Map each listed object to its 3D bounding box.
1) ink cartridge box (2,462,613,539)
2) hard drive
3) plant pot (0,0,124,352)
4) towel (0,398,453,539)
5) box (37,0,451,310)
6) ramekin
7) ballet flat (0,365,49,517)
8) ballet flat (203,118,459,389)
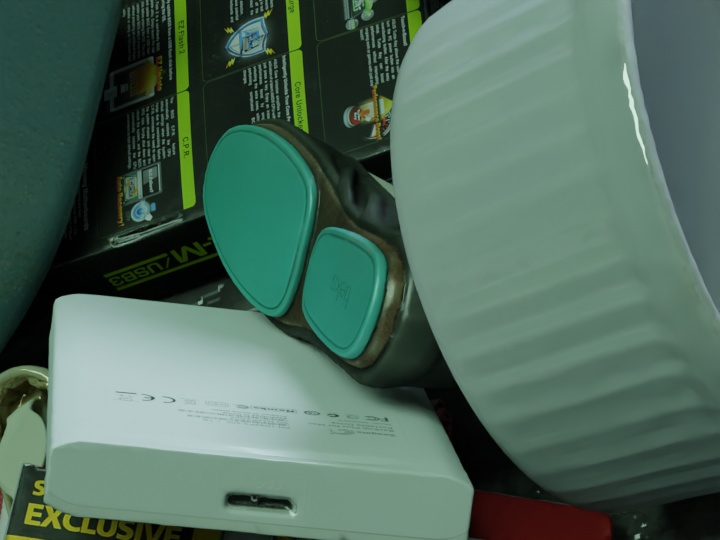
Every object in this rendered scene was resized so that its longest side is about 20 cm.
[{"bbox_3d":[-0.020,0.131,0.847,0.198,0.084,0.177,8,65,5],"label":"ink cartridge box"},{"bbox_3d":[-0.041,0.047,0.886,0.131,0.200,0.026,6,101,-8],"label":"hard drive"},{"bbox_3d":[-0.230,-0.035,1.037,0.195,0.195,0.202,-9,72,50],"label":"plant pot"},{"bbox_3d":[-0.062,0.126,0.968,0.199,0.023,0.145,-11,56,24],"label":"towel"},{"bbox_3d":[-0.052,-0.095,1.087,0.192,0.048,0.201,-18,53,17],"label":"box"},{"bbox_3d":[0.093,-0.017,0.860,0.097,0.200,0.202,-21,52,27],"label":"ramekin"},{"bbox_3d":[-0.100,0.112,0.944,0.069,0.070,0.201,-30,48,10],"label":"ballet flat"},{"bbox_3d":[0.000,0.000,0.935,0.068,0.068,0.200,-70,24,14],"label":"ballet flat"}]
